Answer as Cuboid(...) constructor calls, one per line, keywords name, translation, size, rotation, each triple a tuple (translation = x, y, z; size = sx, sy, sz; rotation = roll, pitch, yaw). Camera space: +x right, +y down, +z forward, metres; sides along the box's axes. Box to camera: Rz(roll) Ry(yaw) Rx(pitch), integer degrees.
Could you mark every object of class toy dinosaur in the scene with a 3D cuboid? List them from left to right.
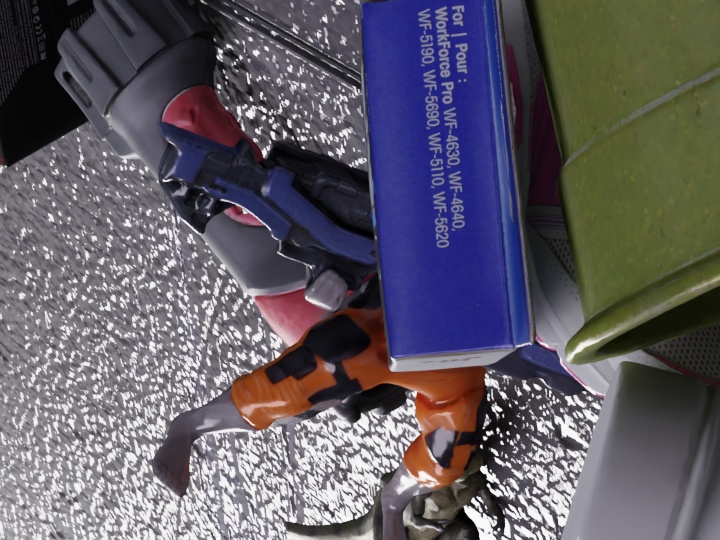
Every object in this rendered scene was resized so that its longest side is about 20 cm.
Cuboid(name="toy dinosaur", translation=(0.025, 0.117, 1.194), size=(0.088, 0.047, 0.200), rotation=(68, 153, 12))

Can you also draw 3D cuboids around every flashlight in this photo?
Cuboid(name="flashlight", translation=(-0.039, -0.034, 1.134), size=(0.200, 0.068, 0.068), rotation=(53, 156, 19))

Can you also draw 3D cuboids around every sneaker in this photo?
Cuboid(name="sneaker", translation=(0.089, -0.048, 0.856), size=(0.088, 0.081, 0.200), rotation=(-39, 58, 53))

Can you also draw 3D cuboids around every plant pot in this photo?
Cuboid(name="plant pot", translation=(0.110, -0.099, 0.741), size=(0.200, 0.200, 0.190), rotation=(-35, 75, 61))

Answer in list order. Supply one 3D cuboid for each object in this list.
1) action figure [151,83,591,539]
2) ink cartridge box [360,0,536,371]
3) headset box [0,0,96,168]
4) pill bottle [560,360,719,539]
Cuboid(name="action figure", translation=(0.000, 0.000, 1.010), size=(0.200, 0.194, 0.105), rotation=(28, -159, -20))
Cuboid(name="ink cartridge box", translation=(0.021, -0.022, 0.814), size=(0.200, 0.039, 0.100), rotation=(104, 161, -86))
Cuboid(name="headset box", translation=(-0.194, -0.158, 1.232), size=(0.200, 0.077, 0.149), rotation=(33, 142, 35))
Cuboid(name="pill bottle", translation=(0.155, 0.091, 0.783), size=(0.200, 0.111, 0.111), rotation=(17, 141, 3))
